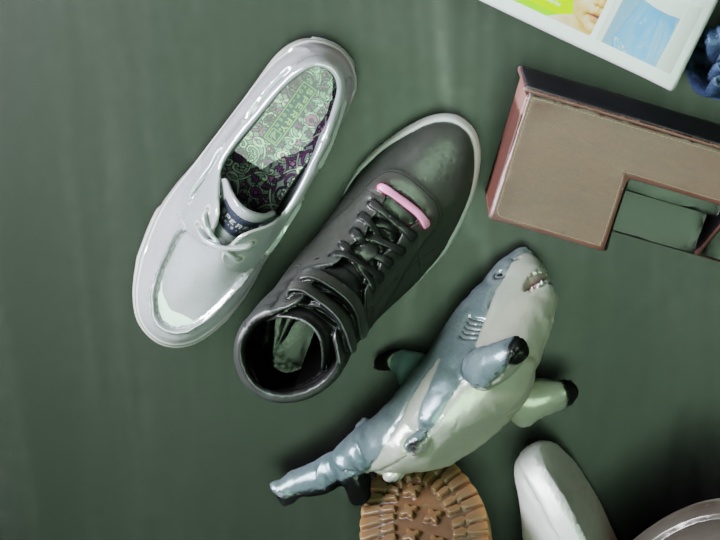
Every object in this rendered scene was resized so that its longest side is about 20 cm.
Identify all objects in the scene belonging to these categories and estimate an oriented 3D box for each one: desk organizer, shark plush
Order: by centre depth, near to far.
[{"bbox_3d":[0.174,-0.045,1.221,0.200,0.072,0.077,16,104,-3],"label":"desk organizer"},{"bbox_3d":[0.039,0.075,1.259,0.200,0.091,0.083,-43,56,20],"label":"shark plush"}]

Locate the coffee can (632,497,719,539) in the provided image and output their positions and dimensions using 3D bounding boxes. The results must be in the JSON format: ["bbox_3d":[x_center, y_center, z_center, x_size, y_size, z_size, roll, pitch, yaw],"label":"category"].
[{"bbox_3d":[0.235,0.242,1.214,0.146,0.146,0.200,-40,120,8],"label":"coffee can"}]

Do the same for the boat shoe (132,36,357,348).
[{"bbox_3d":[-0.065,-0.039,1.224,0.072,0.069,0.200,38,100,-7],"label":"boat shoe"}]

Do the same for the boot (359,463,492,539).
[{"bbox_3d":[0.058,0.201,1.248,0.075,0.200,0.107,-23,143,1],"label":"boot"}]

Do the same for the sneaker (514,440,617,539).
[{"bbox_3d":[0.117,0.199,1.279,0.088,0.075,0.200,-19,103,18],"label":"sneaker"}]

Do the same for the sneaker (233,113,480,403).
[{"bbox_3d":[0.000,0.000,1.217,0.071,0.099,0.200,39,99,-6],"label":"sneaker"}]

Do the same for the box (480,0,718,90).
[{"bbox_3d":[0.098,-0.193,1.172,0.200,0.101,0.113,24,102,-5],"label":"box"}]

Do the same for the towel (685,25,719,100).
[{"bbox_3d":[0.279,-0.126,1.180,0.199,0.112,0.049,-11,95,3],"label":"towel"}]
